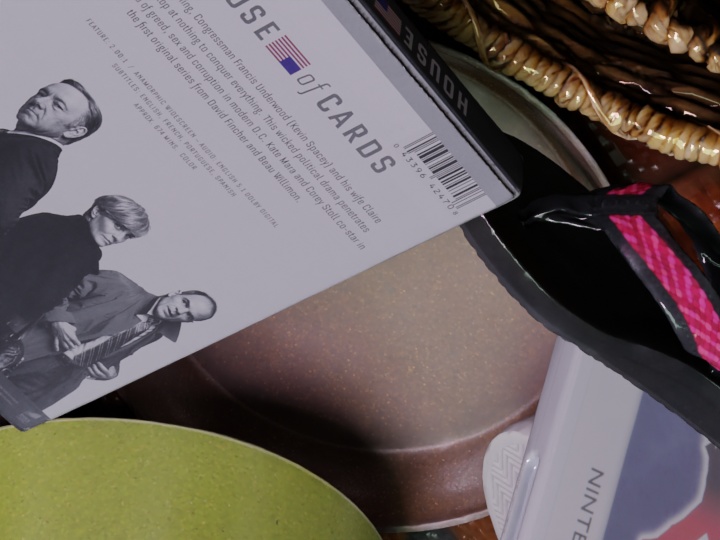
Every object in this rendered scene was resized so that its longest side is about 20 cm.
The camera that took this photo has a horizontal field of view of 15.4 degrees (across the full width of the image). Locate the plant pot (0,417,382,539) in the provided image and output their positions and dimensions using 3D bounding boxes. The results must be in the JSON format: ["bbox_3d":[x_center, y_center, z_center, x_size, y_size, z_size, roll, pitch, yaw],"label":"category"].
[{"bbox_3d":[-0.087,0.184,0.887,0.186,0.201,0.188,3,142,2],"label":"plant pot"}]

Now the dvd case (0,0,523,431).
[{"bbox_3d":[-0.074,-0.037,0.795,0.199,0.025,0.150,-26,123,27],"label":"dvd case"}]

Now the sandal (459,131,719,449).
[{"bbox_3d":[0.109,0.013,0.848,0.200,0.075,0.045,38,122,-10],"label":"sandal"}]

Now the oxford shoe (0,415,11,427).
[{"bbox_3d":[-0.149,0.050,0.949,0.071,0.073,0.200,35,134,13],"label":"oxford shoe"}]

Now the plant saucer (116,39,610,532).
[{"bbox_3d":[0.000,0.000,0.929,0.199,0.035,0.201,5,121,8],"label":"plant saucer"}]

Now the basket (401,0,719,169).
[{"bbox_3d":[0.086,-0.099,0.786,0.199,0.149,0.143,28,121,-6],"label":"basket"}]

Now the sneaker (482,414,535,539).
[{"bbox_3d":[0.135,0.111,0.935,0.200,0.115,0.074,54,149,-5],"label":"sneaker"}]

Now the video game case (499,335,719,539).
[{"bbox_3d":[0.128,0.138,0.871,0.199,0.183,0.023,25,159,-20],"label":"video game case"}]
